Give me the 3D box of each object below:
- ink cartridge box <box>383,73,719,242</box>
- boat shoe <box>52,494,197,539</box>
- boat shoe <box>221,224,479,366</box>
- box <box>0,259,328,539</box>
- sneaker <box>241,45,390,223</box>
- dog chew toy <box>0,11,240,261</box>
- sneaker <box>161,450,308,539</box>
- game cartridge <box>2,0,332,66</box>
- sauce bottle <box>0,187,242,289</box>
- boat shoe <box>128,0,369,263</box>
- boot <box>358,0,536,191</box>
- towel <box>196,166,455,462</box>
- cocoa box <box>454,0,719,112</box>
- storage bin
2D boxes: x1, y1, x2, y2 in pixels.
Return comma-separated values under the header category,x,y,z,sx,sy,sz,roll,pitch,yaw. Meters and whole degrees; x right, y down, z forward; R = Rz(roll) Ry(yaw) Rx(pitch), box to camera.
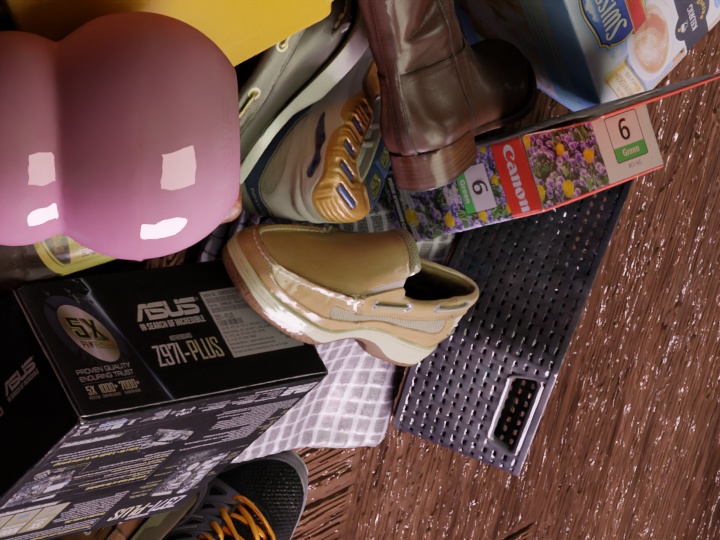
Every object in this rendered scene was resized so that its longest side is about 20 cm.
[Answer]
category,x,y,z,sx,sy,sz,roll,pitch,yaw
ink cartridge box,0.117,-0.065,1.419,0.109,0.200,0.050,-20,95,-38
boat shoe,-0.179,0.170,1.437,0.072,0.068,0.200,-33,-171,37
boat shoe,0.000,0.000,1.384,0.076,0.072,0.200,-35,155,23
box,-0.147,0.077,1.351,0.200,0.086,0.164,-9,152,-49
sneaker,-0.016,-0.110,1.410,0.075,0.088,0.200,63,39,-36
dog chew toy,-0.161,-0.067,1.188,0.199,0.125,0.125,-1,131,-5
sneaker,-0.098,0.187,1.509,0.200,0.078,0.077,-45,-169,-27
game cartridge,-0.104,-0.173,1.223,0.176,0.032,0.200,-28,143,-7
sauce bottle,-0.163,-0.027,1.269,0.200,0.066,0.066,-20,138,-18
boat shoe,-0.079,-0.092,1.353,0.202,0.072,0.060,-47,123,6
boot,0.042,-0.170,1.352,0.186,0.064,0.200,-58,138,-59
towel,-0.035,0.032,1.510,0.165,0.086,0.200,-11,129,-47
cocoa box,0.128,-0.207,1.447,0.131,0.133,0.200,-47,148,-11
storage bin,0.102,0.019,1.582,0.200,0.094,0.135,-64,173,-46
